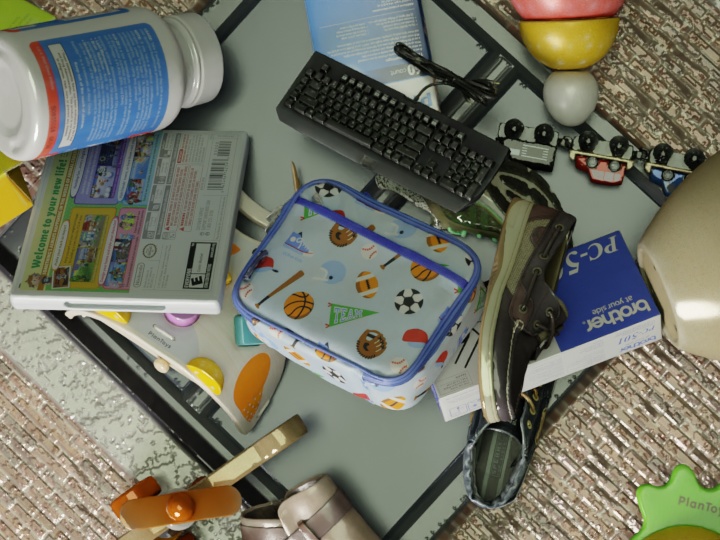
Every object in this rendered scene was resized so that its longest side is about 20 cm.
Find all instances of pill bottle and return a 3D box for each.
[{"bbox_3d":[-0.221,-0.167,1.523,0.199,0.112,0.113,-17,84,-35],"label":"pill bottle"}]

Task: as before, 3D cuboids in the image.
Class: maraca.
[{"bbox_3d":[0.276,0.267,1.493,0.136,0.107,0.201,12,88,-2],"label":"maraca"}]

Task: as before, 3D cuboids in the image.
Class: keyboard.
[{"bbox_3d":[0.039,-0.137,1.498,0.199,0.021,0.127,28,69,19],"label":"keyboard"}]

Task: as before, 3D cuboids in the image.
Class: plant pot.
[{"bbox_3d":[0.307,-0.003,1.453,0.134,0.200,0.201,-20,85,-1],"label":"plant pot"}]

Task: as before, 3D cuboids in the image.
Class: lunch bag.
[{"bbox_3d":[-0.002,0.013,1.478,0.199,0.076,0.161,28,72,23],"label":"lunch bag"}]

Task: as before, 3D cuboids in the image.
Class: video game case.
[{"bbox_3d":[-0.199,-0.046,1.544,0.181,0.022,0.201,2,51,6],"label":"video game case"}]

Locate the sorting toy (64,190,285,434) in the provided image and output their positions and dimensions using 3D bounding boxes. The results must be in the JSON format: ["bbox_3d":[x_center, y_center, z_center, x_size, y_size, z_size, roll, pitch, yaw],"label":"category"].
[{"bbox_3d":[-0.134,0.010,1.566,0.199,0.107,0.180,32,71,6],"label":"sorting toy"}]

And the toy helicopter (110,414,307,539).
[{"bbox_3d":[-0.133,0.187,1.524,0.200,0.132,0.079,-35,84,3],"label":"toy helicopter"}]

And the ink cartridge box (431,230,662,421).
[{"bbox_3d":[0.146,0.047,1.497,0.199,0.044,0.094,-20,57,-1],"label":"ink cartridge box"}]

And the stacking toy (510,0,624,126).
[{"bbox_3d":[0.179,-0.225,1.526,0.145,0.146,0.201,0,98,6],"label":"stacking toy"}]

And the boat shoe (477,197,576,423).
[{"bbox_3d":[0.138,0.031,1.440,0.064,0.072,0.201,5,59,14],"label":"boat shoe"}]

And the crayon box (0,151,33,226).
[{"bbox_3d":[-0.373,-0.074,1.572,0.199,0.051,0.127,-32,47,4],"label":"crayon box"}]

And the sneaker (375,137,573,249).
[{"bbox_3d":[0.099,-0.059,1.557,0.200,0.089,0.077,34,48,-9],"label":"sneaker"}]

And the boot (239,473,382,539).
[{"bbox_3d":[-0.006,0.245,1.531,0.199,0.070,0.147,-22,98,14],"label":"boot"}]

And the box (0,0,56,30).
[{"bbox_3d":[-0.382,-0.217,1.578,0.199,0.048,0.122,28,66,16],"label":"box"}]

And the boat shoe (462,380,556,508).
[{"bbox_3d":[0.134,0.110,1.523,0.070,0.091,0.201,11,88,6],"label":"boat shoe"}]

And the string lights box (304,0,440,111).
[{"bbox_3d":[0.005,-0.226,1.570,0.102,0.059,0.201,-10,86,5],"label":"string lights box"}]

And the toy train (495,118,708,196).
[{"bbox_3d":[0.217,-0.097,1.556,0.199,0.034,0.046,10,91,6],"label":"toy train"}]

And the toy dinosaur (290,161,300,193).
[{"bbox_3d":[0.000,0.000,1.570,0.199,0.060,0.107,27,63,4],"label":"toy dinosaur"}]
